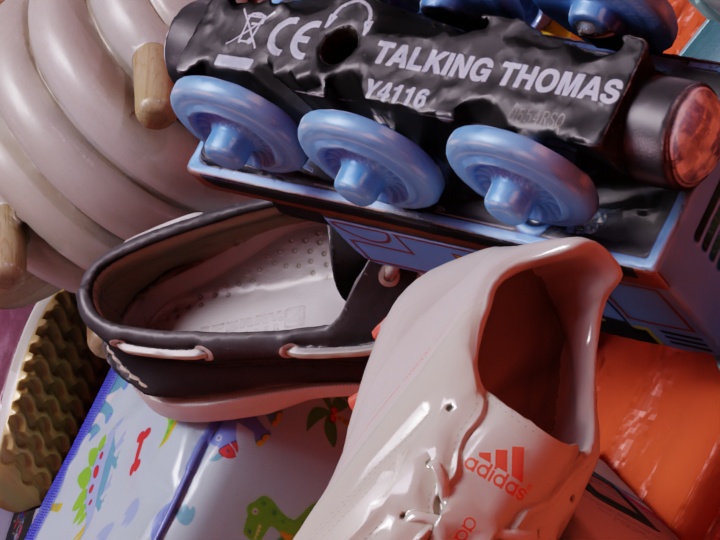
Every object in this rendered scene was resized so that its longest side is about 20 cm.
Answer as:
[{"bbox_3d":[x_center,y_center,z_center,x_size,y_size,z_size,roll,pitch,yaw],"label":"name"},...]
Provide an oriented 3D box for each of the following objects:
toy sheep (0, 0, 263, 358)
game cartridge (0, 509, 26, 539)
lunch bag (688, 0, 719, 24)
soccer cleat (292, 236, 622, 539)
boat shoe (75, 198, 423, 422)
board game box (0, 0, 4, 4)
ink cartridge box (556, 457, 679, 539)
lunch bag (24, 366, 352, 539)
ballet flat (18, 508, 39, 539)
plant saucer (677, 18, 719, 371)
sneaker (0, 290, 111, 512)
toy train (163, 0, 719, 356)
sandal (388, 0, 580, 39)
[{"bbox_3d":[-0.082,-0.057,1.094,0.200,0.138,0.138,-40,27,23],"label":"toy sheep"},{"bbox_3d":[-0.148,0.132,1.301,0.130,0.038,0.201,-40,28,49],"label":"game cartridge"},{"bbox_3d":[0.148,-0.145,0.932,0.161,0.077,0.200,-51,22,13],"label":"lunch bag"},{"bbox_3d":[0.020,0.073,0.780,0.077,0.069,0.201,-29,35,45],"label":"soccer cleat"},{"bbox_3d":[0.000,0.000,0.996,0.199,0.060,0.074,-10,57,23],"label":"boat shoe"},{"bbox_3d":[-0.051,-0.123,1.218,0.136,0.199,0.035,-96,3,-57],"label":"board game box"},{"bbox_3d":[0.032,0.105,0.885,0.116,0.067,0.200,-58,22,6],"label":"ink cartridge box"},{"bbox_3d":[-0.065,0.093,1.104,0.201,0.082,0.161,-64,19,-14],"label":"lunch bag"},{"bbox_3d":[-0.086,0.072,1.234,0.201,0.066,0.057,-67,-21,-17],"label":"ballet flat"},{"bbox_3d":[0.124,-0.021,0.915,0.070,0.019,0.200,-52,22,19],"label":"plant saucer"},{"bbox_3d":[-0.141,0.013,1.217,0.090,0.075,0.201,-8,50,26],"label":"sneaker"},{"bbox_3d":[0.032,-0.040,0.890,0.199,0.114,0.087,12,67,38],"label":"toy train"},{"bbox_3d":[0.048,-0.115,1.115,0.201,0.087,0.079,-63,20,-13],"label":"sandal"}]
